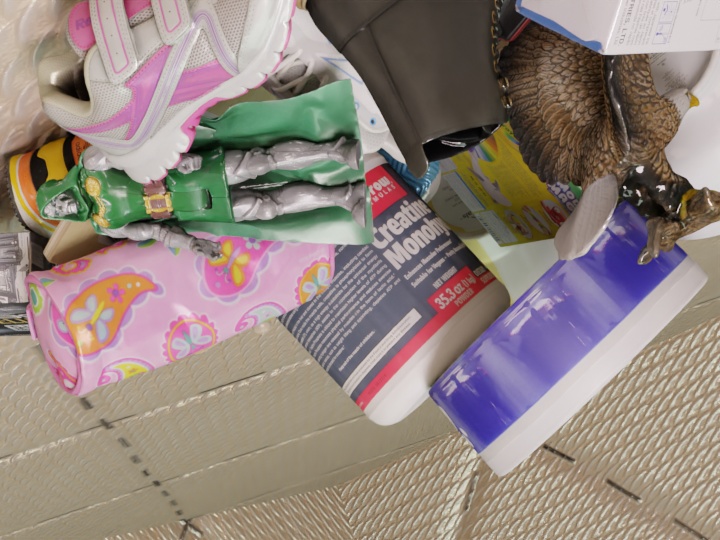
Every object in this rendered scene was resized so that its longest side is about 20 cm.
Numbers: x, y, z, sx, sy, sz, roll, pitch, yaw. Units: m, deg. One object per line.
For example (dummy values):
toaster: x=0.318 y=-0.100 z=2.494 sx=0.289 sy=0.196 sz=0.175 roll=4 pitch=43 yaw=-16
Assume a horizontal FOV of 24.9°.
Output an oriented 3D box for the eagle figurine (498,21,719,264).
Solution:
eagle figurine: x=0.164 y=-0.109 z=1.034 sx=0.151 sy=0.201 sz=0.151 roll=-29 pitch=176 yaw=16

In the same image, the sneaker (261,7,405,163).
sneaker: x=-0.017 y=-0.114 z=0.982 sx=0.199 sy=0.088 sz=0.075 roll=14 pitch=150 yaw=-44

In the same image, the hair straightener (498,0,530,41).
hair straightener: x=0.060 y=-0.159 z=1.090 sx=0.076 sy=0.041 sz=0.200 roll=-14 pitch=171 yaw=-22

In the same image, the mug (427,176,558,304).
mug: x=0.099 y=-0.025 z=1.417 sx=0.148 sy=0.188 sz=0.153 roll=16 pitch=167 yaw=17

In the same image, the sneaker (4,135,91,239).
sneaker: x=-0.151 y=-0.054 z=1.123 sx=0.089 sy=0.071 sz=0.200 roll=-21 pitch=166 yaw=25

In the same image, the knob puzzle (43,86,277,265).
knob puzzle: x=-0.095 y=-0.076 z=1.064 sx=0.218 sy=0.030 sz=0.221 roll=-26 pitch=142 yaw=-22

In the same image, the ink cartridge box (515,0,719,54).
ink cartridge box: x=0.191 y=-0.193 z=0.884 sx=0.199 sy=0.076 sz=0.138 roll=-7 pitch=123 yaw=-38

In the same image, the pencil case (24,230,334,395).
pencil case: x=-0.111 y=0.007 z=1.038 sx=0.199 sy=0.088 sz=0.087 roll=-25 pitch=171 yaw=-25

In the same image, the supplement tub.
supplement tub: x=0.000 y=0.000 z=1.205 sx=0.140 sy=0.200 sz=0.140 roll=-43 pitch=173 yaw=-6

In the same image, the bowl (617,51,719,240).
bowl: x=0.225 y=-0.131 z=1.147 sx=0.200 sy=0.203 sz=0.090 roll=-26 pitch=145 yaw=28

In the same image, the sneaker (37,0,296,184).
sneaker: x=-0.105 y=-0.125 z=0.863 sx=0.088 sy=0.082 sz=0.200 roll=16 pitch=134 yaw=-34

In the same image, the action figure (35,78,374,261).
action figure: x=-0.096 y=-0.049 z=0.971 sx=0.198 sy=0.055 sz=0.119 roll=-5 pitch=125 yaw=7

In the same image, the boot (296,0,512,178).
boot: x=0.067 y=-0.137 z=0.899 sx=0.199 sy=0.139 sz=0.077 roll=-25 pitch=169 yaw=-27

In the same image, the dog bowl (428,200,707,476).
dog bowl: x=0.142 y=0.046 z=1.132 sx=0.200 sy=0.079 sz=0.200 roll=-43 pitch=174 yaw=-6

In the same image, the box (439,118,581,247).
box: x=0.115 y=-0.079 z=1.201 sx=0.048 sy=0.118 sz=0.200 roll=-41 pitch=-172 yaw=-11

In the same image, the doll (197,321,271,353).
doll: x=-0.121 y=0.003 z=1.280 sx=0.049 sy=0.136 sz=0.200 roll=-47 pitch=-168 yaw=16

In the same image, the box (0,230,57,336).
box: x=-0.289 y=0.013 z=1.126 sx=0.198 sy=0.050 sz=0.158 roll=-2 pitch=171 yaw=10

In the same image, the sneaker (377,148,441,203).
sneaker: x=0.007 y=-0.065 z=1.333 sx=0.080 sy=0.077 sz=0.199 roll=-18 pitch=177 yaw=-37
